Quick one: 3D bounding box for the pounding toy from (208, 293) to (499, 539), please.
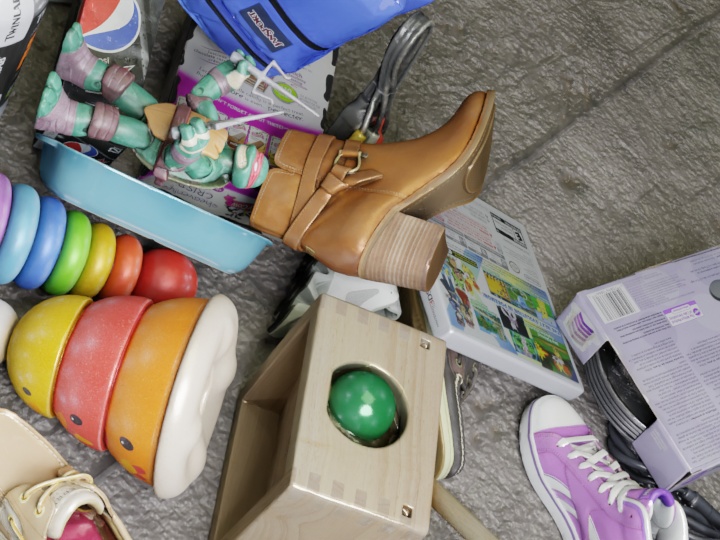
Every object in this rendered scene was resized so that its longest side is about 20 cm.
[{"bbox_3d":[0.001,0.138,0.963,0.142,0.200,0.185,22,50,-17],"label":"pounding toy"}]

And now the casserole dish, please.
[{"bbox_3d":[-0.161,-0.046,1.061,0.200,0.121,0.039,24,90,-25],"label":"casserole dish"}]

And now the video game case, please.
[{"bbox_3d":[0.104,0.007,1.182,0.200,0.022,0.183,26,39,-46],"label":"video game case"}]

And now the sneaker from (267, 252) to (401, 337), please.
[{"bbox_3d":[0.000,0.000,1.154,0.088,0.074,0.200,34,55,-11],"label":"sneaker"}]

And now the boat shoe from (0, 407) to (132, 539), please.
[{"bbox_3d":[-0.192,0.165,0.916,0.074,0.069,0.200,-30,77,-41],"label":"boat shoe"}]

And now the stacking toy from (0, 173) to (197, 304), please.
[{"bbox_3d":[-0.213,-0.014,1.032,0.199,0.085,0.086,18,50,-27],"label":"stacking toy"}]

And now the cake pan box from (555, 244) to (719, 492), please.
[{"bbox_3d":[0.292,0.083,1.225,0.200,0.052,0.184,-17,63,-33],"label":"cake pan box"}]

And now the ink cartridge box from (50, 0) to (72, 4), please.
[{"bbox_3d":[-0.298,-0.329,1.210,0.104,0.059,0.201,1,59,-32],"label":"ink cartridge box"}]

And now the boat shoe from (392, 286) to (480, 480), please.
[{"bbox_3d":[0.066,0.076,1.133,0.065,0.073,0.201,6,55,-21],"label":"boat shoe"}]

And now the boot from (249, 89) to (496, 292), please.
[{"bbox_3d":[0.015,-0.082,1.108,0.155,0.077,0.200,19,67,15],"label":"boot"}]

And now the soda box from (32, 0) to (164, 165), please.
[{"bbox_3d":[-0.202,-0.187,1.122,0.063,0.071,0.201,18,69,-22],"label":"soda box"}]

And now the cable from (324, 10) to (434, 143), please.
[{"bbox_3d":[0.022,-0.137,1.175,0.050,0.200,0.097,49,40,9],"label":"cable"}]

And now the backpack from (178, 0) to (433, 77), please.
[{"bbox_3d":[-0.054,-0.248,1.112,0.163,0.200,0.168,52,38,-26],"label":"backpack"}]

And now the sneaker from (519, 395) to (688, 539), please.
[{"bbox_3d":[0.203,0.173,1.120,0.072,0.114,0.201,-5,60,-32],"label":"sneaker"}]

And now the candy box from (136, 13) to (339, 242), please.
[{"bbox_3d":[-0.101,-0.137,1.193,0.136,0.061,0.200,23,50,-16],"label":"candy box"}]

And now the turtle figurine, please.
[{"bbox_3d":[-0.133,-0.109,1.035,0.199,0.101,0.150,19,26,-11],"label":"turtle figurine"}]

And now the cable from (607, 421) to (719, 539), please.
[{"bbox_3d":[0.307,0.173,1.225,0.163,0.051,0.200,-27,75,-41],"label":"cable"}]

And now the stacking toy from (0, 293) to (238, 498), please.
[{"bbox_3d":[-0.194,0.065,0.975,0.199,0.146,0.146,16,49,4],"label":"stacking toy"}]

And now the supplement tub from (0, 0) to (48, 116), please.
[{"bbox_3d":[-0.297,-0.189,1.016,0.122,0.200,0.123,16,52,-21],"label":"supplement tub"}]
